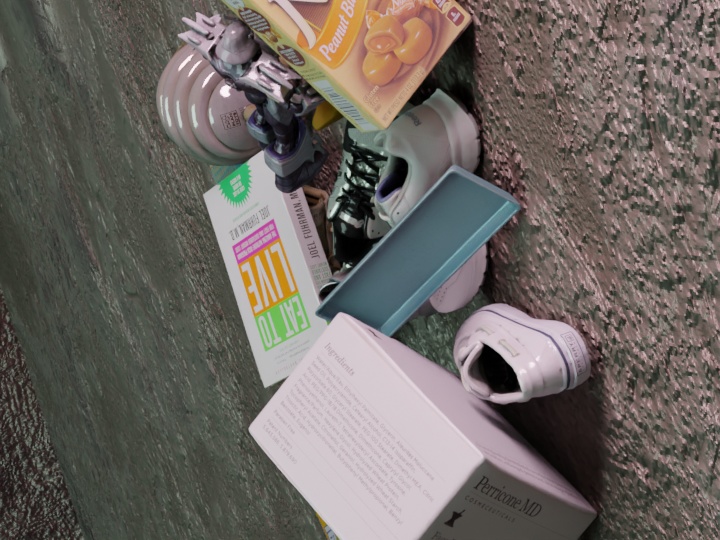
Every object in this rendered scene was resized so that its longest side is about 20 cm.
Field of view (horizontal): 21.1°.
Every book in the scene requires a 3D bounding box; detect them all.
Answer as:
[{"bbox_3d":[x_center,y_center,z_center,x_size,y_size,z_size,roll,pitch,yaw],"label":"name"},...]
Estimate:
[{"bbox_3d":[-0.075,-0.004,1.841,0.133,0.048,0.202,-31,77,56],"label":"book"}]

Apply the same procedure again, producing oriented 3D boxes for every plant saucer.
[{"bbox_3d":[0.044,-0.012,1.555,0.200,0.069,0.019,-47,28,37],"label":"plant saucer"}]

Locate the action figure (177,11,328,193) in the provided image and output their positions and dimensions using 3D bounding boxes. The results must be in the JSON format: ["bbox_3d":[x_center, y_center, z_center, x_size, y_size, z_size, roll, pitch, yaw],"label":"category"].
[{"bbox_3d":[-0.078,-0.149,1.557,0.130,0.069,0.200,45,170,26],"label":"action figure"}]

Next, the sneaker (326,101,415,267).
[{"bbox_3d":[0.012,-0.071,1.629,0.075,0.088,0.201,22,151,13],"label":"sneaker"}]

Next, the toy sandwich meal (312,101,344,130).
[{"bbox_3d":[-0.048,-0.210,1.649,0.206,0.070,0.205,63,172,16],"label":"toy sandwich meal"}]

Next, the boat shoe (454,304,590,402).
[{"bbox_3d":[0.109,0.069,1.554,0.074,0.066,0.200,70,160,-3],"label":"boat shoe"}]

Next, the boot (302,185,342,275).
[{"bbox_3d":[-0.037,0.009,1.889,0.200,0.072,0.156,41,143,52],"label":"boot"}]

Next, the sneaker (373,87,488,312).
[{"bbox_3d":[0.052,-0.050,1.581,0.074,0.086,0.202,39,145,51],"label":"sneaker"}]

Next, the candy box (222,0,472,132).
[{"bbox_3d":[-0.025,-0.213,1.461,0.200,0.116,0.055,42,166,-18],"label":"candy box"}]

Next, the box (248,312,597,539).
[{"bbox_3d":[0.051,0.164,1.572,0.200,0.131,0.198,44,-171,39],"label":"box"}]

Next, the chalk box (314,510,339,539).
[{"bbox_3d":[0.042,0.204,1.797,0.125,0.124,0.200,64,158,12],"label":"chalk box"}]

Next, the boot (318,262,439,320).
[{"bbox_3d":[0.000,0.000,1.744,0.200,0.095,0.074,29,136,60],"label":"boot"}]

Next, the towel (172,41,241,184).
[{"bbox_3d":[-0.148,-0.159,2.080,0.202,0.022,0.147,70,159,4],"label":"towel"}]

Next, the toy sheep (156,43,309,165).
[{"bbox_3d":[-0.128,-0.164,1.861,0.200,0.137,0.139,17,126,64],"label":"toy sheep"}]
